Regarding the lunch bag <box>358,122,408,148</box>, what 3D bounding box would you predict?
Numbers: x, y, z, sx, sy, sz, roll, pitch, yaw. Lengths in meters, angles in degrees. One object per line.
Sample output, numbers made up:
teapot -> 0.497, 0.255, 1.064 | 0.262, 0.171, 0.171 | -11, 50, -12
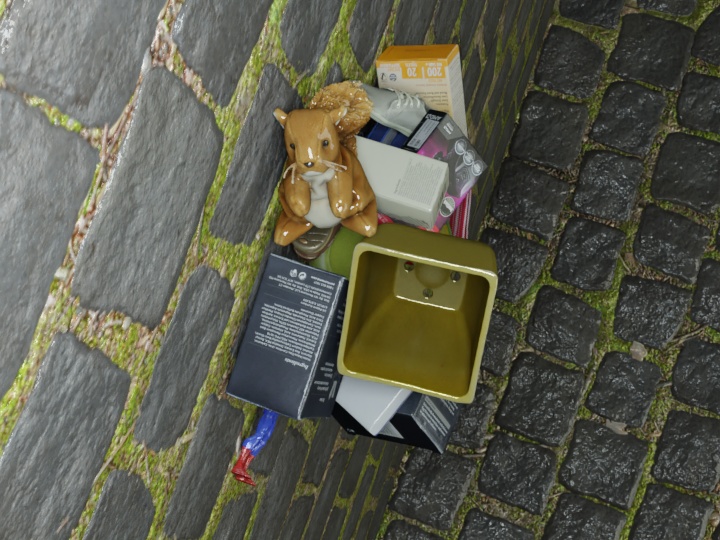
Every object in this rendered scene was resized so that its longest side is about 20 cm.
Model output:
lunch bag -> 0.039, -0.151, 1.771 | 0.136, 0.131, 0.202 | -58, 171, -58

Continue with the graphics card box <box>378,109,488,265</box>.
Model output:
graphics card box -> 0.093, -0.125, 1.653 | 0.201, 0.051, 0.126 | -52, 125, -12

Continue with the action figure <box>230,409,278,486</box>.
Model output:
action figure -> -0.118, 0.238, 1.708 | 0.065, 0.097, 0.203 | 83, 24, -66

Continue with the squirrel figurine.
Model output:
squirrel figurine -> -0.053, -0.158, 1.426 | 0.188, 0.139, 0.203 | 71, 23, -54

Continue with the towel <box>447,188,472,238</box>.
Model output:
towel -> 0.128, -0.084, 1.909 | 0.199, 0.022, 0.147 | -20, -122, 55

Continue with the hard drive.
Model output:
hard drive -> 0.001, 0.144, 1.675 | 0.132, 0.199, 0.025 | -50, 136, -4

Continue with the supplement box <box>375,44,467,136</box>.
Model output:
supplement box -> 0.104, -0.262, 1.809 | 0.074, 0.124, 0.203 | -56, 142, -53

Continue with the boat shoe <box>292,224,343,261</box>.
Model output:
boat shoe -> -0.044, -0.101, 1.630 | 0.202, 0.071, 0.068 | -61, 168, -23

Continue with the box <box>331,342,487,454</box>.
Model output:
box -> 0.066, 0.159, 1.736 | 0.118, 0.194, 0.202 | 52, 55, -40

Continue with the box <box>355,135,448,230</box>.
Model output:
box -> 0.022, -0.132, 1.560 | 0.069, 0.197, 0.083 | 75, 37, -69

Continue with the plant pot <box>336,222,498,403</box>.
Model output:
plant pot -> 0.091, 0.036, 1.543 | 0.200, 0.192, 0.197 | -61, 162, -65

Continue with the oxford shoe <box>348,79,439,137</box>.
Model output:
oxford shoe -> 0.059, -0.248, 1.668 | 0.058, 0.198, 0.076 | -46, -141, 28

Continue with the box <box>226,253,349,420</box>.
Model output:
box -> -0.085, 0.099, 1.565 | 0.197, 0.116, 0.203 | 35, 72, -77

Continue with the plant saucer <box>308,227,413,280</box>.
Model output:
plant saucer -> 0.016, -0.033, 1.712 | 0.031, 0.196, 0.203 | -116, -148, -57

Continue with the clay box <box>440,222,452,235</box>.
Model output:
clay box -> 0.100, -0.061, 1.874 | 0.115, 0.047, 0.202 | -48, -142, 36
